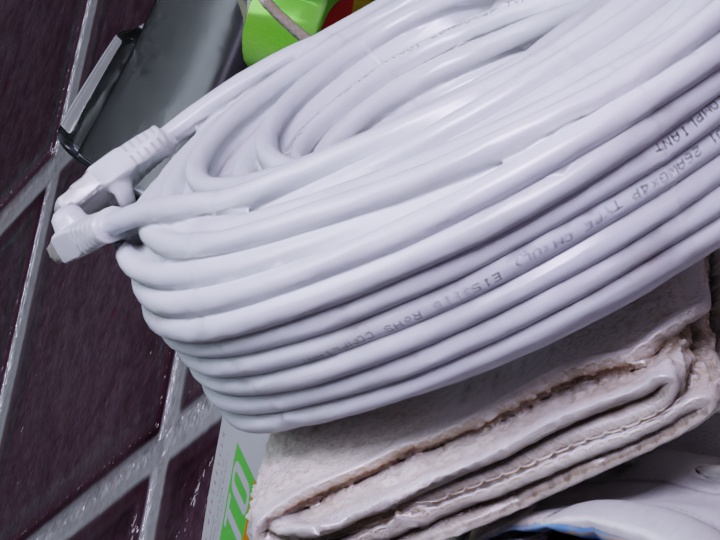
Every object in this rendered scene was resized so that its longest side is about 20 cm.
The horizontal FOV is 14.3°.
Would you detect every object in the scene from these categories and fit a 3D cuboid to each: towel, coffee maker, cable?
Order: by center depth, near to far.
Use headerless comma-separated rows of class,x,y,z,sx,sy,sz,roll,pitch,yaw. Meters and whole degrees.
cable,0.032,-0.032,0.759,0.200,0.069,0.200,-34,17,-21
towel,0.037,0.013,0.795,0.132,0.034,0.200,-25,19,12
coffee maker,-0.036,-0.112,1.287,0.200,0.135,0.192,-68,21,6

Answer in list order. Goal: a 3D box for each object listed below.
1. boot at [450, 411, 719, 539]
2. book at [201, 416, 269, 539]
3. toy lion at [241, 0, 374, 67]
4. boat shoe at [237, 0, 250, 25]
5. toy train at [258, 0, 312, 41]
boot,0.047,0.069,0.770,0.200,0.096,0.074,-4,101,45
book,-0.022,0.132,1.047,0.200,0.048,0.134,-121,43,-67
toy lion,0.027,-0.129,1.010,0.200,0.069,0.192,-17,-57,-61
boat shoe,-0.011,-0.094,1.076,0.062,0.072,0.200,9,120,37
toy train,0.000,0.000,0.959,0.116,0.200,0.085,-47,34,13
